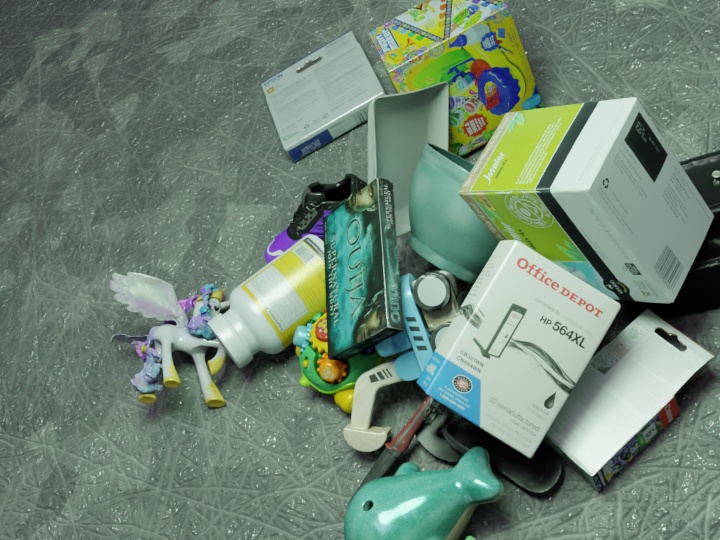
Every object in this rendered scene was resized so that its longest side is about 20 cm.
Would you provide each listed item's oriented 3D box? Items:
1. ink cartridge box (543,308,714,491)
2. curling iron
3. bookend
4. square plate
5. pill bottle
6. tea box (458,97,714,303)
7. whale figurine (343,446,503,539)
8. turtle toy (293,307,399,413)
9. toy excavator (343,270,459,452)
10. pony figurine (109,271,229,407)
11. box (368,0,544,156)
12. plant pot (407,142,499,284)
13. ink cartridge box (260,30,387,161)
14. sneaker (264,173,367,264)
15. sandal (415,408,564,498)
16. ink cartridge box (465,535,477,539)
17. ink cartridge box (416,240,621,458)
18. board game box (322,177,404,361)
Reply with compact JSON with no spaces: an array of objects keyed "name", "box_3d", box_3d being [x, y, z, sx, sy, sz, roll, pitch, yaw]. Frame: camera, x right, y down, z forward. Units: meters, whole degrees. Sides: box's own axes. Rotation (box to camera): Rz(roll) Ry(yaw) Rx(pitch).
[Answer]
[{"name":"ink cartridge box","box_3d":[0.310,0.150,1.099,0.200,0.050,0.109,-41,48,-7]},{"name":"curling iron","box_3d":[0.046,0.220,1.164,0.026,0.050,0.200,40,100,2]},{"name":"bookend","box_3d":[0.411,-0.056,1.166,0.197,0.092,0.201,-16,50,17]},{"name":"square plate","box_3d":[0.063,-0.151,1.291,0.028,0.200,0.199,11,22,32]},{"name":"pill bottle","box_3d":[-0.116,0.047,1.333,0.199,0.112,0.112,-37,48,-12]},{"name":"tea box","box_3d":[0.260,-0.077,1.079,0.196,0.200,0.134,5,56,54]},{"name":"whale figurine","box_3d":[0.066,0.274,1.075,0.199,0.104,0.160,-37,34,13]},{"name":"turtle toy","box_3d":[-0.010,0.086,1.272,0.200,0.101,0.146,-42,49,-6]},{"name":"toy excavator","box_3d":[0.051,0.113,1.190,0.198,0.100,0.196,-20,88,14]},{"name":"pony figurine","box_3d":[-0.282,0.100,1.389,0.191,0.167,0.201,4,48,-9]},{"name":"box","box_3d":[0.146,-0.297,1.397,0.191,0.200,0.123,-28,43,7]},{"name":"plant pot","box_3d":[0.145,-0.066,1.262,0.200,0.199,0.135,39,105,40]},{"name":"ink cartridge box","box_3d":[-0.064,-0.306,1.623,0.195,0.043,0.201,-28,47,8]},{"name":"sneaker","box_3d":[-0.074,-0.085,1.427,0.199,0.100,0.070,-32,46,2]},{"name":"sandal","box_3d":[0.155,0.210,1.137,0.199,0.043,0.076,15,65,34]},{"name":"ink cartridge box","box_3d":[0.159,0.400,0.971,0.199,0.084,0.146,27,71,38]},{"name":"ink cartridge box","box_3d":[0.178,0.085,1.063,0.145,0.084,0.201,31,90,-2]},{"name":"board game box","box_3d":[0.000,0.000,1.186,0.135,0.028,0.202,-33,54,49]}]
